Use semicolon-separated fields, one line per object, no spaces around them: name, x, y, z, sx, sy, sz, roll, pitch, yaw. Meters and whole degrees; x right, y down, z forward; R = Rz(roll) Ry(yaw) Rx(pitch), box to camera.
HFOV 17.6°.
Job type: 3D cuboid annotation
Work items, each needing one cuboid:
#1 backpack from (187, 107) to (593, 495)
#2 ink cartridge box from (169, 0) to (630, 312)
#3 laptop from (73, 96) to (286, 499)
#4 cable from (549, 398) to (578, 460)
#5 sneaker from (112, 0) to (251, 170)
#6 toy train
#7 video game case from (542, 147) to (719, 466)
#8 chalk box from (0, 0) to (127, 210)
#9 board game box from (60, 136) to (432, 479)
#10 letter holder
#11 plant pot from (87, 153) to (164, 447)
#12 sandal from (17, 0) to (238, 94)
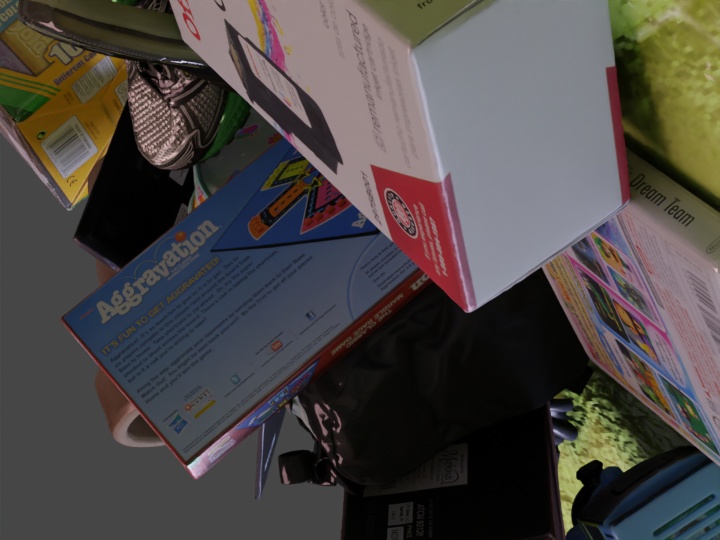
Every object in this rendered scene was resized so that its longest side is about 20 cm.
backpack;0.000;0.000;1.146;0.200;0.167;0.127;44;144;45
ink cartridge box;0.001;-0.104;0.857;0.200;0.083;0.146;44;161;36
laptop;-0.082;-0.008;1.302;0.200;0.177;0.103;36;135;-23
cable;0.061;0.045;1.327;0.163;0.051;0.200;54;174;17
sneaker;-0.097;-0.126;1.072;0.078;0.085;0.200;30;140;30
toy train;0.154;0.145;1.144;0.114;0.087;0.200;61;172;-1
video game case;0.124;0.014;0.959;0.182;0.024;0.200;42;168;46
chalk box;-0.228;-0.167;1.630;0.200;0.124;0.124;47;171;29
board game box;-0.029;-0.006;1.060;0.103;0.200;0.019;46;171;28
letter holder;0.054;0.144;1.164;0.200;0.100;0.142;-86;-14;-64
plant pot;-0.095;-0.003;1.512;0.200;0.200;0.175;90;159;-75
sandal;-0.051;-0.109;1.006;0.201;0.057;0.080;11;179;-38
